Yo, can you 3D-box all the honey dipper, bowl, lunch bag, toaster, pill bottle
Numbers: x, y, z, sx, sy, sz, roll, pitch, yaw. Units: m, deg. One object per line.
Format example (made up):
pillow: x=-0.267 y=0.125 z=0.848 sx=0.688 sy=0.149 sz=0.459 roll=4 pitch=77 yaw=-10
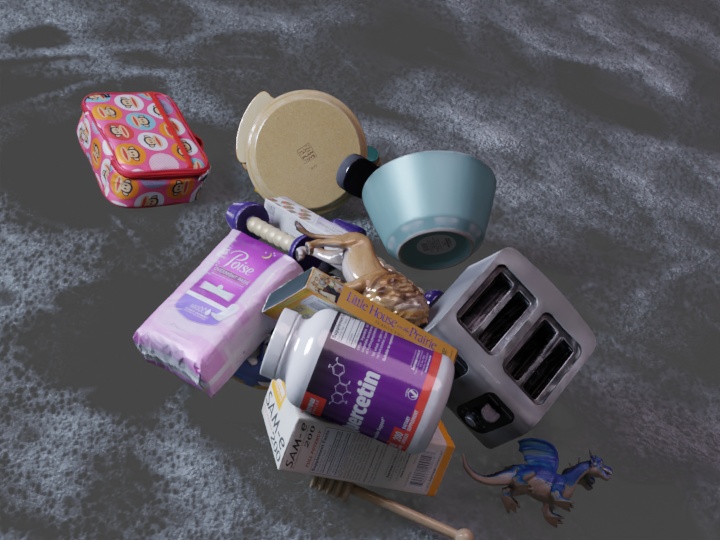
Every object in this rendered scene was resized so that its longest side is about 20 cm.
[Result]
honey dipper: x=0.039 y=0.270 z=1.321 sx=0.198 sy=0.038 sz=0.038 roll=22 pitch=38 yaw=4
bowl: x=0.104 y=-0.073 z=1.660 sx=0.198 sy=0.201 sz=0.106 roll=5 pitch=60 yaw=-17
lunch bag: x=-0.309 y=-0.179 z=1.683 sx=0.174 sy=0.083 sz=0.201 roll=-6 pitch=46 yaw=-34
toaster: x=0.176 y=0.091 z=1.429 sx=0.181 sy=0.119 sz=0.200 roll=47 pitch=65 yaw=-4
pill bottle: x=-0.004 y=0.114 z=1.244 sx=0.198 sy=0.113 sz=0.113 roll=21 pitch=38 yaw=1

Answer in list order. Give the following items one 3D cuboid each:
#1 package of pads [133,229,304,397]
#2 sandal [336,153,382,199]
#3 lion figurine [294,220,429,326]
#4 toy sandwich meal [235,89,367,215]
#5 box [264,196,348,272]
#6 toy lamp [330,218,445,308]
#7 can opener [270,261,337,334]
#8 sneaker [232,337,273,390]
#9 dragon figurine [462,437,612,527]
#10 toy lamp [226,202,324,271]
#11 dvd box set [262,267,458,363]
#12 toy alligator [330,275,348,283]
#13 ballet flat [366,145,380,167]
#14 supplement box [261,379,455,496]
package of pads: x=-0.168 y=0.051 z=1.405 sx=0.120 sy=0.076 sz=0.200 roll=24 pitch=58 yaw=30
sandal: x=0.041 y=-0.121 z=1.727 sx=0.043 sy=0.077 sz=0.199 roll=34 pitch=17 yaw=38
lion figurine: x=0.000 y=0.000 z=1.417 sx=0.121 sy=0.073 sz=0.201 roll=-12 pitch=53 yaw=-18
toy sandwich meal: x=-0.089 y=-0.176 z=1.722 sx=0.202 sy=0.208 sz=0.070 roll=12 pitch=2 yaw=-9
box: x=-0.066 y=-0.052 z=1.613 sx=0.038 sy=0.042 sz=0.199 roll=-9 pitch=27 yaw=-40
toy lamp: x=0.031 y=-0.006 z=1.633 sx=0.199 sy=0.059 sz=0.058 roll=37 pitch=41 yaw=19
can opener: x=-0.092 y=0.025 z=1.539 sx=0.078 sy=0.064 sz=0.199 roll=38 pitch=42 yaw=23
sneaker: x=-0.077 y=0.101 z=1.436 sx=0.197 sy=0.089 sz=0.076 roll=8 pitch=41 yaw=-12
dragon figurine: x=0.211 y=0.247 z=1.405 sx=0.197 sy=0.059 sz=0.100 roll=17 pitch=38 yaw=-4
toy lamp: x=-0.122 y=-0.050 z=1.566 sx=0.058 sy=0.059 sz=0.199 roll=-12 pitch=25 yaw=-33
dvd box set: x=-0.003 y=0.070 z=1.332 sx=0.198 sy=0.146 sz=0.030 roll=30 pitch=66 yaw=-15
toy alligator: x=0.041 y=0.070 z=1.554 sx=0.198 sy=0.059 sz=0.055 roll=23 pitch=79 yaw=4
ballet flat: x=-0.066 y=-0.183 z=1.790 sx=0.197 sy=0.073 sz=0.068 roll=19 pitch=43 yaw=2
supplement box: x=-0.005 y=0.184 z=1.335 sx=0.197 sy=0.074 sz=0.126 roll=14 pitch=21 yaw=-20
